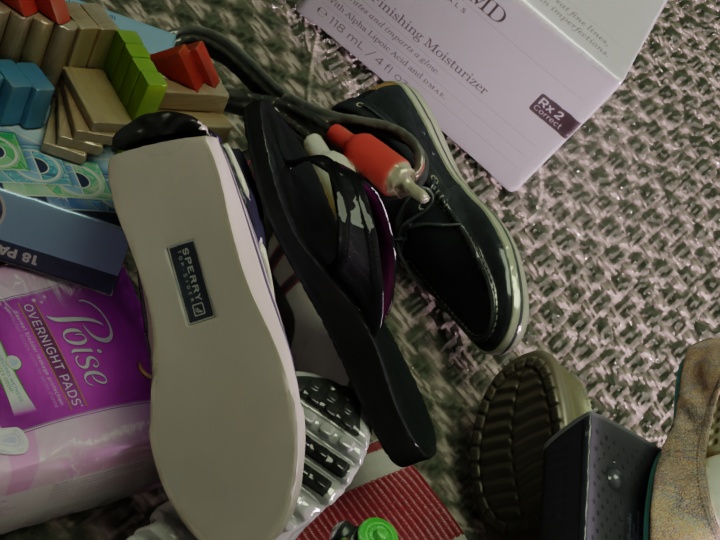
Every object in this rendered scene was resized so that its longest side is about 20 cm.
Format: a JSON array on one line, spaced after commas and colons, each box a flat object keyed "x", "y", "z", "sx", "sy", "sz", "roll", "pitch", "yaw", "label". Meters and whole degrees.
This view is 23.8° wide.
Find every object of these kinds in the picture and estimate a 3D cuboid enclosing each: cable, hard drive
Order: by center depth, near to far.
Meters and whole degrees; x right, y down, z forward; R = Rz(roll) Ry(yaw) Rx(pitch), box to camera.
[{"x": 0.156, "y": 0.169, "z": 0.916, "sx": 0.200, "sy": 0.042, "sz": 0.136, "roll": 34, "pitch": 52, "yaw": -44, "label": "hard drive"}, {"x": -0.036, "y": -0.087, "z": 0.960, "sx": 0.097, "sy": 0.050, "sz": 0.200, "roll": -34, "pitch": 66, "yaw": -14, "label": "cable"}]

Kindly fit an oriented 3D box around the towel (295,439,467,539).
[{"x": 0.022, "y": 0.186, "z": 0.887, "sx": 0.143, "sy": 0.023, "sz": 0.201, "roll": -15, "pitch": 61, "yaw": -45, "label": "towel"}]

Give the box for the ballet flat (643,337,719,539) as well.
[{"x": 0.193, "y": 0.099, "z": 0.901, "sx": 0.068, "sy": 0.067, "sz": 0.201, "roll": 53, "pitch": 35, "yaw": -26, "label": "ballet flat"}]

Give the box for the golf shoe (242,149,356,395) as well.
[{"x": -0.041, "y": 0.016, "z": 0.962, "sx": 0.087, "sy": 0.078, "sz": 0.201, "roll": 0, "pitch": 51, "yaw": -18, "label": "golf shoe"}]

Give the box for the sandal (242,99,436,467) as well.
[{"x": 0.000, "y": 0.000, "z": 0.865, "sx": 0.202, "sy": 0.048, "sz": 0.075, "roll": 64, "pitch": 14, "yaw": -10, "label": "sandal"}]

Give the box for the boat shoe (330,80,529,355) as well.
[{"x": 0.038, "y": -0.031, "z": 1.047, "sx": 0.062, "sy": 0.075, "sz": 0.201, "roll": -9, "pitch": 60, "yaw": -35, "label": "boat shoe"}]

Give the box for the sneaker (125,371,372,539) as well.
[{"x": -0.067, "y": 0.127, "z": 0.827, "sx": 0.075, "sy": 0.081, "sz": 0.200, "roll": 37, "pitch": 53, "yaw": 10, "label": "sneaker"}]

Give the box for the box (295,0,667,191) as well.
[{"x": 0.096, "y": -0.201, "z": 1.171, "sx": 0.198, "sy": 0.131, "sz": 0.200, "roll": 39, "pitch": 44, "yaw": -5, "label": "box"}]

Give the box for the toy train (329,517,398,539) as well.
[{"x": 0.057, "y": 0.201, "z": 0.851, "sx": 0.199, "sy": 0.042, "sz": 0.056, "roll": 39, "pitch": 49, "yaw": 3, "label": "toy train"}]

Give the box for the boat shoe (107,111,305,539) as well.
[{"x": -0.062, "y": 0.027, "z": 0.804, "sx": 0.093, "sy": 0.074, "sz": 0.202, "roll": 0, "pitch": 80, "yaw": -79, "label": "boat shoe"}]

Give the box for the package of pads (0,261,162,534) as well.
[{"x": -0.183, "y": 0.064, "z": 0.804, "sx": 0.199, "sy": 0.076, "sz": 0.121, "roll": -11, "pitch": 64, "yaw": -42, "label": "package of pads"}]

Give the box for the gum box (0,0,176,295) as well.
[{"x": -0.189, "y": -0.086, "z": 0.881, "sx": 0.168, "sy": 0.045, "sz": 0.201, "roll": 19, "pitch": 35, "yaw": -11, "label": "gum box"}]

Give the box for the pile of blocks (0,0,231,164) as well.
[{"x": -0.150, "y": -0.106, "z": 0.838, "sx": 0.198, "sy": 0.062, "sz": 0.082, "roll": 16, "pitch": 34, "yaw": -16, "label": "pile of blocks"}]

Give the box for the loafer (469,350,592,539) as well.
[{"x": 0.114, "y": 0.146, "z": 0.972, "sx": 0.068, "sy": 0.075, "sz": 0.202, "roll": 14, "pitch": 63, "yaw": -45, "label": "loafer"}]
